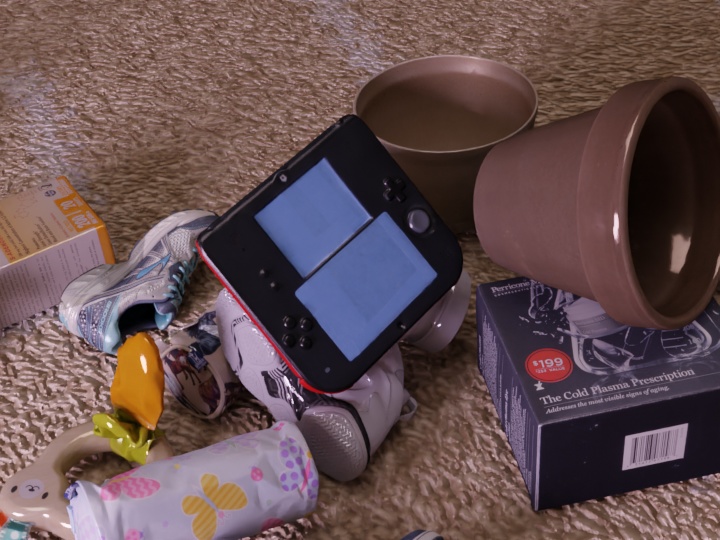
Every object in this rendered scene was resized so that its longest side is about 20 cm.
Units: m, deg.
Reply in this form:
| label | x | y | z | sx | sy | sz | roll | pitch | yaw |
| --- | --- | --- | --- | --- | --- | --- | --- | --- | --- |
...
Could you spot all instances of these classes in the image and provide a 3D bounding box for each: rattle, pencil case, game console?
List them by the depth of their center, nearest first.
| label | x | y | z | sx | sy | sz | roll | pitch | yaw |
| --- | --- | --- | --- | --- | --- | --- | --- | --- | --- |
| pencil case | -0.131 | 0.182 | 0.895 | 0.197 | 0.085 | 0.090 | -13 | 1 | -26 |
| rattle | -0.247 | 0.160 | 0.922 | 0.197 | 0.144 | 0.131 | -17 | 58 | -23 |
| game console | -0.018 | -0.014 | 0.963 | 0.200 | 0.178 | 0.031 | -42 | 9 | -27 |
| pencil case | -0.108 | 0.046 | 1.080 | 0.077 | 0.090 | 0.200 | -12 | 27 | 45 |

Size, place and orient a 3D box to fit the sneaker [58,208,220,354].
| label | x | y | z | sx | sy | sz | roll | pitch | yaw |
| --- | --- | --- | --- | --- | --- | --- | --- | --- | --- |
| sneaker | -0.206 | 0.017 | 1.156 | 0.086 | 0.078 | 0.199 | 37 | 61 | 26 |

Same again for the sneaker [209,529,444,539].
| label | x | y | z | sx | sy | sz | roll | pitch | yaw |
| --- | --- | --- | --- | --- | --- | --- | --- | --- | --- |
| sneaker | -0.043 | 0.235 | 0.847 | 0.201 | 0.078 | 0.145 | -35 | 50 | -30 |

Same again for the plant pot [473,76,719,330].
| label | x | y | z | sx | sy | sz | roll | pitch | yaw |
| --- | --- | --- | --- | --- | --- | --- | --- | --- | --- |
| plant pot | 0.195 | -0.058 | 0.950 | 0.173 | 0.203 | 0.200 | 5 | 35 | 43 |

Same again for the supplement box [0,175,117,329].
| label | x | y | z | sx | sy | sz | roll | pitch | yaw |
| --- | --- | --- | --- | --- | --- | --- | --- | --- | --- |
| supplement box | -0.374 | -0.012 | 1.196 | 0.198 | 0.074 | 0.126 | -26 | 42 | -23 |

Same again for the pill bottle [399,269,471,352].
| label | x | y | z | sx | sy | sz | roll | pitch | yaw |
| --- | --- | --- | --- | --- | --- | --- | --- | --- | --- |
| pill bottle | 0.000 | 0.000 | 1.050 | 0.198 | 0.113 | 0.113 | 24 | 33 | -20 |

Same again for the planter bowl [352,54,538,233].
| label | x | y | z | sx | sy | sz | roll | pitch | yaw |
| --- | --- | --- | --- | --- | --- | --- | --- | --- | --- |
| planter bowl | 0.094 | -0.127 | 1.235 | 0.196 | 0.137 | 0.202 | -3 | 38 | 2 |

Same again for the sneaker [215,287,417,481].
| label | x | y | z | sx | sy | sz | roll | pitch | yaw |
| --- | --- | --- | --- | --- | --- | --- | --- | --- | --- |
| sneaker | -0.037 | 0.081 | 1.005 | 0.114 | 0.075 | 0.201 | -32 | 76 | -39 |

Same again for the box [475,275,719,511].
| label | x | y | z | sx | sy | sz | roll | pitch | yaw |
| --- | --- | --- | --- | --- | --- | --- | --- | --- | --- |
| box | 0.216 | 0.088 | 0.977 | 0.196 | 0.105 | 0.183 | -10 | 37 | -7 |
